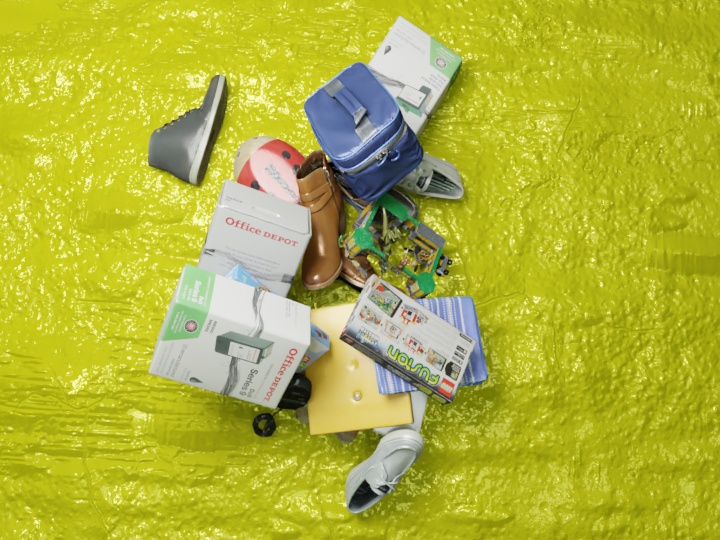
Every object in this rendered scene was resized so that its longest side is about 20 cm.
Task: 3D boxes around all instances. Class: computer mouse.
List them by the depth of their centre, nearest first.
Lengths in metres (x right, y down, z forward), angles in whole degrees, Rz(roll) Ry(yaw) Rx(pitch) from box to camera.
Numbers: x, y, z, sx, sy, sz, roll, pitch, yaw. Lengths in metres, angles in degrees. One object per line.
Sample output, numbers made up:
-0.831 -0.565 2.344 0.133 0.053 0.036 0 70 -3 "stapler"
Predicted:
-0.134 0.222 1.060 0.057 0.201 0.035 16 46 -23 "computer mouse"

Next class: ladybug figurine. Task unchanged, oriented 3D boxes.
-0.146 -0.159 1.139 0.200 0.072 0.136 43 84 2 "ladybug figurine"

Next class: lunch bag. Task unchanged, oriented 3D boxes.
0.001 -0.220 1.002 0.135 0.132 0.202 -37 49 5 "lunch bag"

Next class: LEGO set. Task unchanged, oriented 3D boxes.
0.048 -0.029 1.100 0.196 0.116 0.157 26 59 -16 "LEGO set"

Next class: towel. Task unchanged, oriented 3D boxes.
0.110 0.117 1.024 0.194 0.024 0.149 -2 76 -22 "towel"

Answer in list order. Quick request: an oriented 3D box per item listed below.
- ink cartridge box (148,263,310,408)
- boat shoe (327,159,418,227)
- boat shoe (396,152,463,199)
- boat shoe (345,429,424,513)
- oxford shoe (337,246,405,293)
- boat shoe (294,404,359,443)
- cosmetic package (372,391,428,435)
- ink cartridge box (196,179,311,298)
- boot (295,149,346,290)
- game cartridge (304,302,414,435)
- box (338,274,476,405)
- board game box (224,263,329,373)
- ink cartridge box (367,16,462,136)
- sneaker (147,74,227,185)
-0.184 0.099 0.917 0.195 0.085 0.148 19 123 -18 "ink cartridge box"
0.015 -0.137 1.142 0.196 0.072 0.074 24 84 0 "boat shoe"
0.102 -0.170 1.107 0.195 0.075 0.067 4 38 -30 "boat shoe"
0.038 0.336 1.042 0.069 0.072 0.202 29 126 -14 "boat shoe"
0.000 0.000 1.131 0.196 0.071 0.073 27 78 2 "oxford shoe"
-0.087 0.231 1.099 0.196 0.075 0.070 25 88 7 "boat shoe"
0.080 0.181 1.095 0.083 0.108 0.206 15 82 0 "cosmetic package"
-0.174 -0.016 0.988 0.142 0.085 0.203 17 121 -16 "ink cartridge box"
-0.069 -0.085 1.047 0.074 0.158 0.203 3 45 19 "boot"
-0.008 0.156 1.044 0.171 0.032 0.206 -8 76 11 "game cartridge"
0.075 0.107 0.987 0.197 0.035 0.112 33 66 -7 "box"
-0.167 0.101 0.996 0.150 0.037 0.199 -38 121 20 "board game box"
0.073 -0.325 1.159 0.144 0.084 0.203 32 84 2 "ink cartridge box"
-0.309 -0.267 1.142 0.103 0.075 0.205 18 85 -2 "sneaker"
